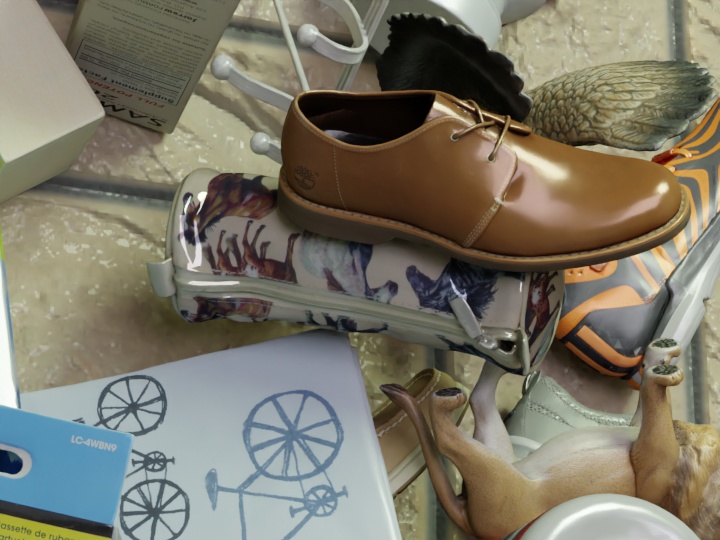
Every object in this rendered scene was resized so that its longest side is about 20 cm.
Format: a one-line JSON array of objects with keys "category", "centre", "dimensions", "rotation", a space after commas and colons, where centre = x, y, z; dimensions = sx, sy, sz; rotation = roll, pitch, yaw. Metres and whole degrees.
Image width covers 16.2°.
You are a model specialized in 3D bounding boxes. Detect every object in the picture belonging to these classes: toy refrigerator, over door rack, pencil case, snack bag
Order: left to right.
[{"category": "toy refrigerator", "centre": [-0.219, -0.135, 1.302], "dimensions": [0.070, 0.076, 0.200], "rotation": [-29, 84, -29]}, {"category": "snack bag", "centre": [-0.082, 0.125, 1.229], "dimensions": [0.200, 0.021, 0.189], "rotation": [-11, 56, -5]}, {"category": "over door rack", "centre": [-0.023, -0.165, 1.309], "dimensions": [0.067, 0.148, 0.200], "rotation": [18, 33, -13]}, {"category": "pencil case", "centre": [0.000, 0.000, 1.255], "dimensions": [0.200, 0.078, 0.089], "rotation": [8, 24, 11]}]

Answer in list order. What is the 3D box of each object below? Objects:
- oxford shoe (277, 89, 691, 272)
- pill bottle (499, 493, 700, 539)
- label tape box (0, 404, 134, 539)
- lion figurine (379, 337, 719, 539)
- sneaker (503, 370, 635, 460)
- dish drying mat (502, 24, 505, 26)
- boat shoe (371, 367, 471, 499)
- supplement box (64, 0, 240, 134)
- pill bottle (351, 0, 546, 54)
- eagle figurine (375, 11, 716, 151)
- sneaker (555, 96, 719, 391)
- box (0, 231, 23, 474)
[{"category": "oxford shoe", "centre": [0.058, -0.048, 1.199], "dimensions": [0.200, 0.071, 0.071], "rotation": [6, 42, 6]}, {"category": "pill bottle", "centre": [0.087, 0.186, 1.229], "dimensions": [0.116, 0.200, 0.116], "rotation": [7, 69, -19]}, {"category": "label tape box", "centre": [-0.181, 0.156, 1.142], "dimensions": [0.143, 0.066, 0.200], "rotation": [12, 89, 9]}, {"category": "lion figurine", "centre": [0.111, 0.104, 1.279], "dimensions": [0.200, 0.072, 0.123], "rotation": [-2, 109, 1]}, {"category": "sneaker", "centre": [0.166, 0.113, 1.361], "dimensions": [0.200, 0.075, 0.082], "rotation": [23, 65, -12]}, {"category": "dish drying mat", "centre": [0.041, -0.232, 1.478], "dimensions": [0.077, 0.018, 0.200], "rotation": [-29, 84, -26]}, {"category": "boat shoe", "centre": [-0.025, 0.105, 1.287], "dimensions": [0.200, 0.074, 0.066], "rotation": [-41, 94, -29]}, {"category": "supplement box", "centre": [-0.092, -0.172, 1.295], "dimensions": [0.073, 0.200, 0.126], "rotation": [19, 65, -10]}, {"category": "pill bottle", "centre": [0.070, -0.208, 1.408], "dimensions": [0.112, 0.112, 0.200], "rotation": [30, 66, -9]}, {"category": "eagle figurine", "centre": [0.071, -0.069, 1.315], "dimensions": [0.151, 0.200, 0.152], "rotation": [40, 43, 5]}, {"category": "sneaker", "centre": [0.156, -0.041, 1.416], "dimensions": [0.112, 0.078, 0.200], "rotation": [32, 62, -9]}, {"category": "box", "centre": [-0.205, 0.020, 1.220], "dimensions": [0.048, 0.122, 0.200], "rotation": [-1, 70, -24]}]
